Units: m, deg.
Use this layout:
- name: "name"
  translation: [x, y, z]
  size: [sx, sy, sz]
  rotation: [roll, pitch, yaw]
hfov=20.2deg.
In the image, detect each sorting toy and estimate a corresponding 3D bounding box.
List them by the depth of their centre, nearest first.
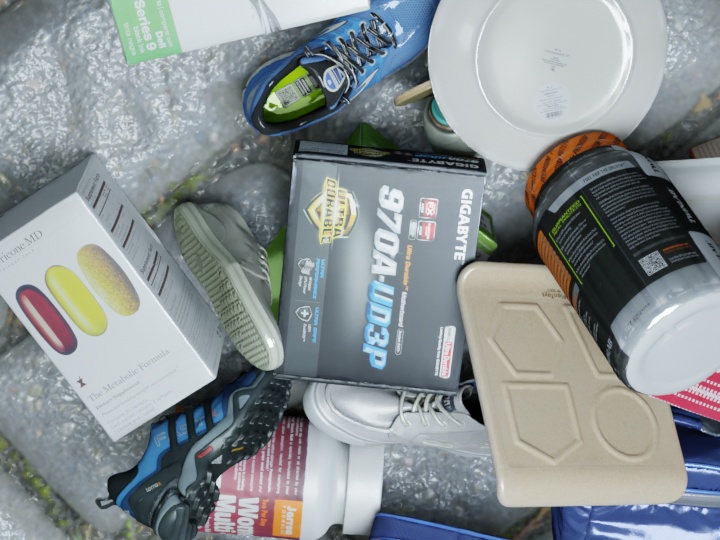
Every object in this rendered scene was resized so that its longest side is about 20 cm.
- name: "sorting toy"
  translation: [0.169, 0.094, 1.646]
  size: [0.184, 0.201, 0.036]
  rotation: [3, 158, -29]

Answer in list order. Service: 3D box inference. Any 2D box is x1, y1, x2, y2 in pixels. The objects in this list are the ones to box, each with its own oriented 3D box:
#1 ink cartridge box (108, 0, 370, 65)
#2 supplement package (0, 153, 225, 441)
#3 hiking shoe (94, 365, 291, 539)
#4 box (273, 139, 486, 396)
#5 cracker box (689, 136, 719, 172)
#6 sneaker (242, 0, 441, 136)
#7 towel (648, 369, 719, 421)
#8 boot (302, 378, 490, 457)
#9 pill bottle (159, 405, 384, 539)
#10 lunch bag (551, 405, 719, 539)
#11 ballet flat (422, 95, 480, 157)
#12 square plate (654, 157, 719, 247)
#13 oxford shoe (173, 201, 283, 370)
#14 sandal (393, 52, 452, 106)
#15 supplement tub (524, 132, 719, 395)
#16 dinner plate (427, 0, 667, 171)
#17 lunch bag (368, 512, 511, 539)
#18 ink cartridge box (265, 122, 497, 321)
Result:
- name: "ink cartridge box"
  translation: [-0.093, -0.238, 1.601]
  size: [0.199, 0.146, 0.084]
  rotation: [-12, 110, 6]
- name: "supplement package"
  translation: [-0.220, 0.022, 1.721]
  size: [0.114, 0.110, 0.200]
  rotation: [-32, 107, 12]
- name: "hiking shoe"
  translation: [-0.134, 0.133, 1.699]
  size: [0.086, 0.200, 0.075]
  rotation: [24, 145, 22]
- name: "box"
  translation: [0.014, -0.002, 1.662]
  size: [0.158, 0.046, 0.201]
  rotation: [6, 111, -2]
- name: "cracker box"
  translation: [0.395, -0.072, 1.704]
  size: [0.199, 0.058, 0.134]
  rotation: [-21, 109, 8]
- name: "sneaker"
  translation: [-0.010, -0.169, 1.657]
  size: [0.200, 0.089, 0.079]
  rotation: [-36, 107, 11]
- name: "towel"
  translation: [0.335, 0.035, 1.653]
  size: [0.144, 0.022, 0.201]
  rotation: [19, 107, -21]
- name: "boot"
  translation: [0.057, 0.113, 1.732]
  size: [0.199, 0.096, 0.074]
  rotation: [10, 68, -26]
- name: "pill bottle"
  translation: [-0.081, 0.181, 1.780]
  size: [0.199, 0.110, 0.110]
  rotation: [5, 111, -1]
- name: "lunch bag"
  translation: [0.251, 0.177, 1.751]
  size: [0.199, 0.136, 0.133]
  rotation: [6, 110, 0]
- name: "ballet flat"
  translation: [0.148, -0.143, 1.683]
  size: [0.199, 0.068, 0.064]
  rotation: [-18, 142, -2]
- name: "square plate"
  translation: [0.288, 0.000, 1.703]
  size: [0.197, 0.028, 0.201]
  rotation: [-2, 117, 29]
- name: "oxford shoe"
  translation: [-0.099, 0.005, 1.680]
  size: [0.058, 0.200, 0.075]
  rotation: [-12, 131, -20]
- name: "sandal"
  translation: [0.114, -0.206, 1.662]
  size: [0.211, 0.078, 0.070]
  rotation: [-22, 89, 3]
- name: "supplement tub"
  translation: [0.215, -0.010, 1.600]
  size: [0.122, 0.200, 0.123]
  rotation: [-18, 142, -15]
- name: "dinner plate"
  translation: [0.153, -0.174, 1.619]
  size: [0.199, 0.024, 0.201]
  rotation: [-3, 109, -8]
- name: "lunch bag"
  translation: [0.091, 0.286, 1.714]
  size: [0.199, 0.133, 0.136]
  rotation: [9, 153, 22]
- name: "ink cartridge box"
  translation: [0.000, 0.000, 1.727]
  size: [0.148, 0.076, 0.200]
  rotation: [36, 106, -12]
